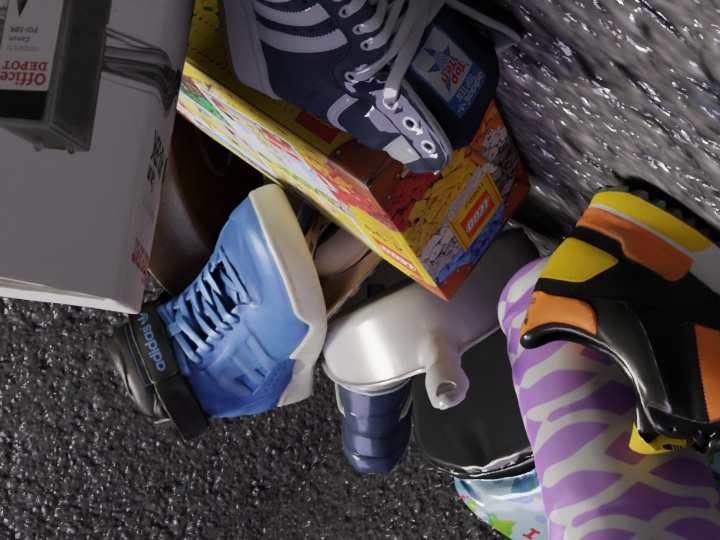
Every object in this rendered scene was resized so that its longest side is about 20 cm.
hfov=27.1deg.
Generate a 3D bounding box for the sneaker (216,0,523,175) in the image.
[{"bbox_3d":[0.000,-0.101,0.528,0.108,0.071,0.200,30,167,12],"label":"sneaker"}]

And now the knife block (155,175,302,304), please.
[{"bbox_3d":[-0.071,-0.008,1.060,0.064,0.176,0.200,37,180,11],"label":"knife block"}]

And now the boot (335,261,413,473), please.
[{"bbox_3d":[0.011,0.044,1.027,0.072,0.091,0.201,4,-146,6],"label":"boot"}]

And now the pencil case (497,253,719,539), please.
[{"bbox_3d":[0.114,0.084,0.682,0.083,0.202,0.086,2,142,-12],"label":"pencil case"}]

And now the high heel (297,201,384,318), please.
[{"bbox_3d":[0.000,0.000,0.892,0.071,0.144,0.200,11,-170,-21],"label":"high heel"}]

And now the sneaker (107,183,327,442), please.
[{"bbox_3d":[-0.082,0.031,0.818,0.200,0.110,0.077,101,150,-64],"label":"sneaker"}]

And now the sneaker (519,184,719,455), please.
[{"bbox_3d":[0.158,0.053,0.626,0.199,0.090,0.070,37,174,16],"label":"sneaker"}]

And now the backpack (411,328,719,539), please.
[{"bbox_3d":[0.152,0.109,0.853,0.199,0.156,0.162,20,146,-40],"label":"backpack"}]

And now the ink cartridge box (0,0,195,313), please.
[{"bbox_3d":[-0.110,-0.088,0.583,0.082,0.203,0.147,10,176,-5],"label":"ink cartridge box"}]

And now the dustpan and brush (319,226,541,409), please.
[{"bbox_3d":[0.038,0.033,0.781,0.058,0.138,0.200,64,-175,-1],"label":"dustpan and brush"}]

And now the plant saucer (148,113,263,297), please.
[{"bbox_3d":[-0.099,-0.083,0.890,0.032,0.203,0.200,-7,157,16],"label":"plant saucer"}]

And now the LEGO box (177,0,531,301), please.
[{"bbox_3d":[-0.028,-0.090,0.722,0.199,0.077,0.149,35,173,26],"label":"LEGO box"}]
